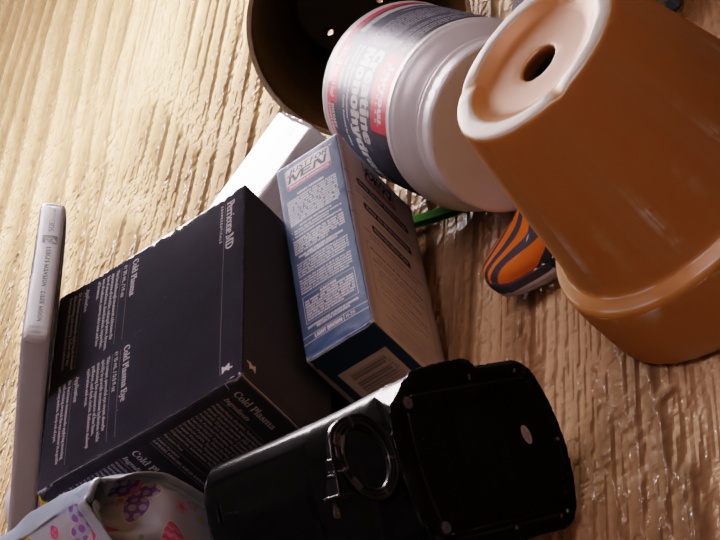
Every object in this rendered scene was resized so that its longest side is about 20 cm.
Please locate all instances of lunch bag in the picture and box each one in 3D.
[{"bbox_3d":[-0.155,0.228,1.295,0.169,0.200,0.128,-33,31,34],"label":"lunch bag"}]

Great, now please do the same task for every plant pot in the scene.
[{"bbox_3d":[-0.006,-0.224,1.685,0.187,0.186,0.200,-48,12,9],"label":"plant pot"},{"bbox_3d":[0.164,-0.077,1.171,0.200,0.183,0.201,-39,28,26],"label":"plant pot"}]

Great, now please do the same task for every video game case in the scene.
[{"bbox_3d":[-0.244,0.080,1.475,0.182,0.023,0.201,-97,14,-57],"label":"video game case"}]

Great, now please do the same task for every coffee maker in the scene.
[{"bbox_3d":[-0.004,0.133,1.177,0.200,0.191,0.135,-30,50,42],"label":"coffee maker"}]

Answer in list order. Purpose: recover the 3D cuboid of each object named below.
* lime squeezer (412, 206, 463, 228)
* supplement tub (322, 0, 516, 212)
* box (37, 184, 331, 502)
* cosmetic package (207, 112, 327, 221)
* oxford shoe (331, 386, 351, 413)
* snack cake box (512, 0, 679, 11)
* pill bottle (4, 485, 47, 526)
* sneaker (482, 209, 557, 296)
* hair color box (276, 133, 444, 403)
[{"bbox_3d":[0.000,0.000,1.536,0.200,0.038,0.071,-44,58,15],"label":"lime squeezer"},{"bbox_3d":[0.066,-0.122,1.445,0.141,0.140,0.200,-54,25,-3],"label":"supplement tub"},{"bbox_3d":[-0.121,0.074,1.378,0.182,0.104,0.201,-30,36,23],"label":"box"},{"bbox_3d":[-0.074,-0.015,1.583,0.200,0.107,0.085,-52,25,-2],"label":"cosmetic package"},{"bbox_3d":[-0.020,0.090,1.429,0.201,0.071,0.072,-91,15,-49],"label":"oxford shoe"},{"bbox_3d":[0.184,-0.253,1.501,0.115,0.067,0.201,-34,31,36],"label":"snack cake box"},{"bbox_3d":[-0.185,0.155,1.551,0.200,0.104,0.104,-41,28,22],"label":"pill bottle"},{"bbox_3d":[0.130,-0.083,1.319,0.200,0.112,0.078,-50,25,6],"label":"sneaker"},{"bbox_3d":[0.001,0.007,1.395,0.060,0.100,0.201,-31,40,19],"label":"hair color box"}]
